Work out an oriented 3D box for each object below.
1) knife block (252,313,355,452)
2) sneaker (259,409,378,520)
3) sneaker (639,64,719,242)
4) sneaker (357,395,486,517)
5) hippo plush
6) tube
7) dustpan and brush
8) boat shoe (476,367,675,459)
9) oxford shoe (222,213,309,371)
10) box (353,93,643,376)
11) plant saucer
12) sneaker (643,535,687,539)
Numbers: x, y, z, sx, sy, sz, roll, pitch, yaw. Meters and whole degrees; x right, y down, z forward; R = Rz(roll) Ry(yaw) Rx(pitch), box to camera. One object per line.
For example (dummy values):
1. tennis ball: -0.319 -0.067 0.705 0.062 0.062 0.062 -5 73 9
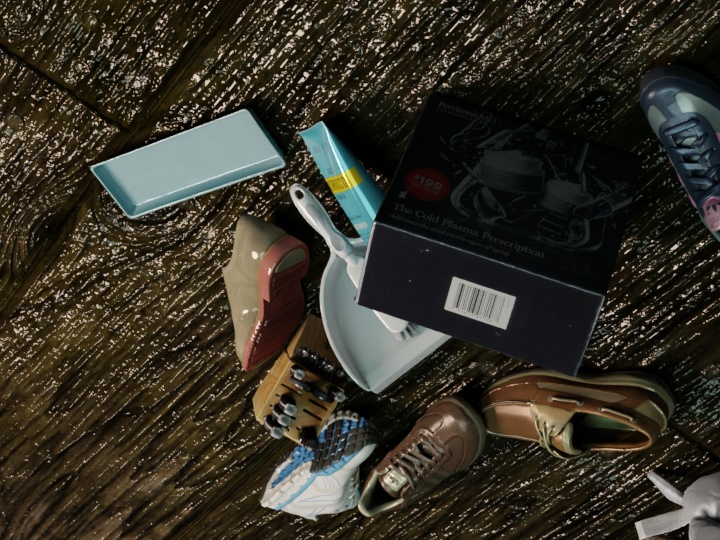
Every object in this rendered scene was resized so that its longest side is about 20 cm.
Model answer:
1. knife block: -0.068 0.140 1.714 0.064 0.176 0.200 31 135 -6
2. sneaker: -0.024 0.215 1.848 0.087 0.075 0.200 30 143 -16
3. sneaker: 0.296 -0.080 1.430 0.070 0.082 0.200 -26 117 38
4. sneaker: 0.061 0.200 1.764 0.070 0.076 0.200 45 143 8
5. hippo plush: 0.389 0.273 1.661 0.200 0.159 0.161 -25 117 37
6. tube: 0.013 -0.050 1.567 0.200 0.050 0.077 54 158 -9
7. dustpan and brush: 0.000 0.000 1.626 0.139 0.057 0.200 -38 82 8
8. boat shoe: 0.202 0.142 1.675 0.200 0.074 0.076 -7 127 30
9. oxford shoe: -0.101 0.020 1.711 0.075 0.070 0.200 41 141 21
10. box: 0.120 -0.034 1.474 0.199 0.182 0.104 18 134 5
11. plant saucer: -0.163 -0.103 1.643 0.200 0.019 0.070 -17 122 32
12. sneaker: 0.347 0.344 1.812 0.075 0.070 0.200 25 147 41
